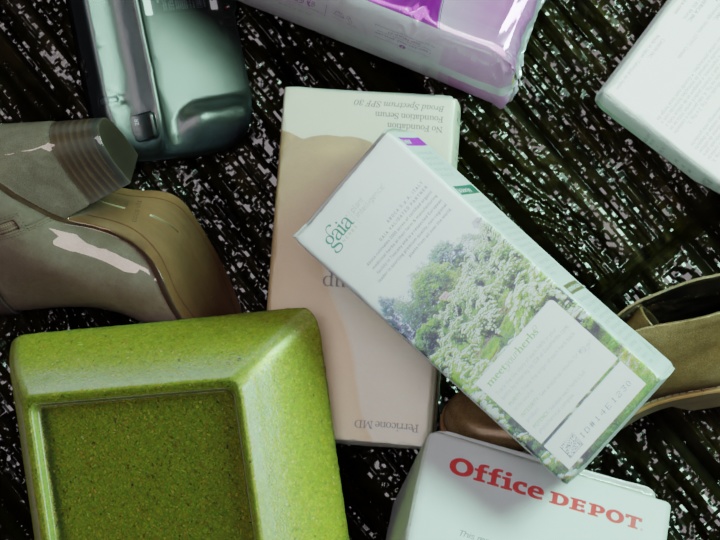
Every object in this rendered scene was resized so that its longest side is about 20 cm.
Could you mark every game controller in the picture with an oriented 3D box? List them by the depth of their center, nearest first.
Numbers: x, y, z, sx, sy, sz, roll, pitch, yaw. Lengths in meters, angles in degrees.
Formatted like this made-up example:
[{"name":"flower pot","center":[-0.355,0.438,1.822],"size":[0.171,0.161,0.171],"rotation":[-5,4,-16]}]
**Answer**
[{"name":"game controller","center":[-0.122,-0.163,1.480],"size":[0.104,0.042,0.200],"rotation":[-7,84,-39]}]

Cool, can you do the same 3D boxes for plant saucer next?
[{"name":"plant saucer","center":[-0.109,0.130,1.422],"size":[0.199,0.048,0.201],"rotation":[-6,95,24]}]

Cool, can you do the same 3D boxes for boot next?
[{"name":"boot","center":[0.136,0.050,1.430],"size":[0.200,0.076,0.074],"rotation":[-17,48,-1]},{"name":"boot","center":[-0.171,-0.003,1.470],"size":[0.146,0.070,0.200],"rotation":[-20,114,23]}]

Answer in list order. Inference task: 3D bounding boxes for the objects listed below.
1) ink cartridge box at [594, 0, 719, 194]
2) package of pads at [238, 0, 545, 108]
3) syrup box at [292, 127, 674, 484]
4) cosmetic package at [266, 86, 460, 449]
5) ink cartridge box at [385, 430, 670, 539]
[{"name":"ink cartridge box","center":[0.261,-0.103,1.460],"size":[0.200,0.050,0.161],"rotation":[38,89,2]},{"name":"package of pads","center":[0.018,-0.186,1.460],"size":[0.200,0.076,0.121],"rotation":[22,71,4]},{"name":"syrup box","center":[0.067,0.017,1.369],"size":[0.200,0.081,0.079],"rotation":[42,100,7]},{"name":"cosmetic package","center":[0.000,0.000,1.457],"size":[0.105,0.071,0.201],"rotation":[3,86,4]},{"name":"ink cartridge box","center":[0.078,0.202,1.370],"size":[0.144,0.085,0.200],"rotation":[17,52,-4]}]
